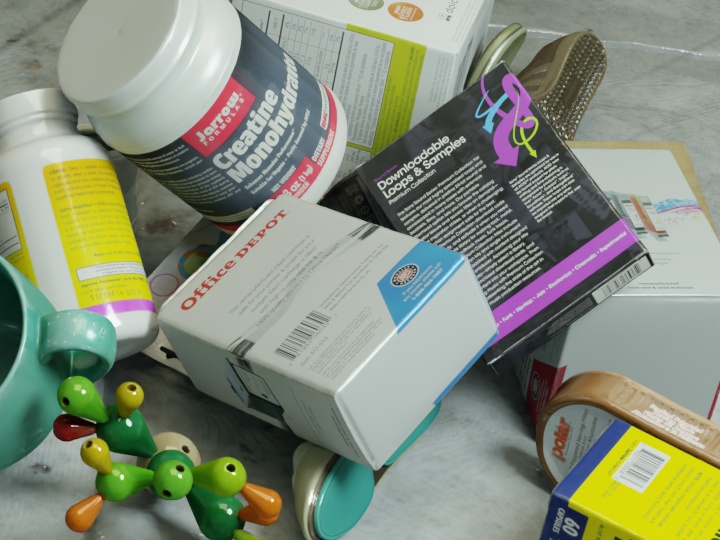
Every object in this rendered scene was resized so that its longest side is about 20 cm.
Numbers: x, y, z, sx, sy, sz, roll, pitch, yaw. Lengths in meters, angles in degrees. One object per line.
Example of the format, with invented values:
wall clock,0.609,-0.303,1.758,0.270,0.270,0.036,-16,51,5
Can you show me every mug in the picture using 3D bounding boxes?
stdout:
mug,-0.266,0.074,1.574,0.185,0.114,0.152,27,77,27

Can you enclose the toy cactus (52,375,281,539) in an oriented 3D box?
toy cactus,-0.132,0.147,1.552,0.200,0.103,0.165,31,-1,-8

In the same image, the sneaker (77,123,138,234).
sneaker,-0.256,-0.056,1.783,0.074,0.116,0.200,37,44,28

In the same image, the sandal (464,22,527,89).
sandal,0.110,-0.113,1.935,0.057,0.202,0.080,16,-8,7

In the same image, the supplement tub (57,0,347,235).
supplement tub,-0.118,-0.127,1.714,0.200,0.140,0.141,38,16,-41

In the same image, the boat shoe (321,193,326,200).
boat shoe,0.000,0.000,1.827,0.200,0.071,0.063,43,6,38

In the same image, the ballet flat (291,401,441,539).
ballet flat,-0.010,0.135,1.647,0.069,0.070,0.200,26,36,18

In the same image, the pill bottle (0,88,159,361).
pill bottle,-0.224,-0.030,1.689,0.104,0.104,0.201,-11,78,-29

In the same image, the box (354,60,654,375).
box,0.105,-0.041,1.681,0.143,0.036,0.200,-35,63,3

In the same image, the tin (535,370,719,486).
tin,0.218,0.148,1.643,0.199,0.112,0.042,27,38,21

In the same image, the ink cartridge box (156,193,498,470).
ink cartridge box,-0.025,0.039,1.627,0.200,0.086,0.146,19,57,45

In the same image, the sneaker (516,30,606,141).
sneaker,0.156,-0.139,2.072,0.071,0.075,0.200,52,53,-17

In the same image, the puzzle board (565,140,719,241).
puzzle board,0.210,-0.051,1.970,0.199,0.017,0.151,-1,53,-17

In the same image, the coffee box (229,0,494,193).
coffee box,-0.007,-0.172,1.941,0.197,0.201,0.200,16,35,7

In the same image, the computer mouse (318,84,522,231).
computer mouse,0.058,-0.051,1.750,0.199,0.053,0.139,-25,63,7

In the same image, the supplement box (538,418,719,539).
supplement box,0.229,0.210,1.563,0.199,0.109,0.109,26,37,19

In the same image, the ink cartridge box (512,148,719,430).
ink cartridge box,0.195,0.016,1.789,0.144,0.146,0.200,0,37,-14

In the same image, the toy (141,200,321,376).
toy,-0.094,0.014,1.775,0.115,0.047,0.200,26,59,21
